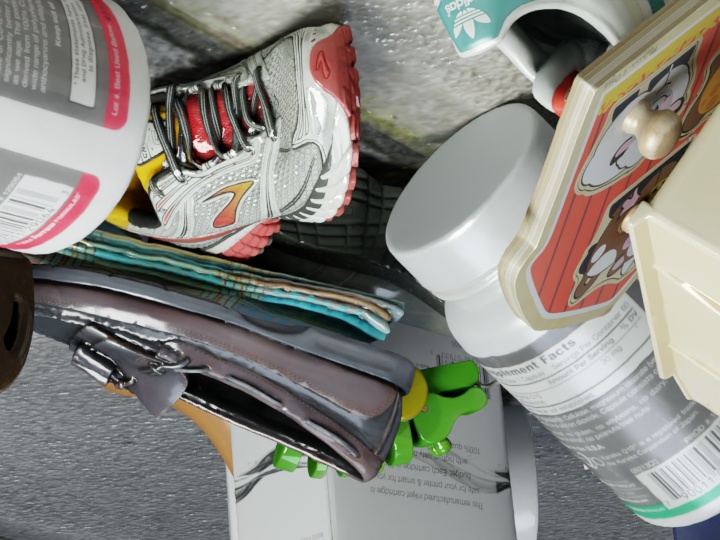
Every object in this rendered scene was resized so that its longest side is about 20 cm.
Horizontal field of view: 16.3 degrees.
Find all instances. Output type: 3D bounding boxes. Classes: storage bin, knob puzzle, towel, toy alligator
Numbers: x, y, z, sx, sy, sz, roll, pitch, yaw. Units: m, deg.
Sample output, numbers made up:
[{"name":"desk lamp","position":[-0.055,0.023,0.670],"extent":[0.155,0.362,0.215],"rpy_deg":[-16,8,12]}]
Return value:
[{"name":"storage bin","position":[0.204,-0.037,0.998],"extent":[0.093,0.200,0.199],"rpy_deg":[31,167,21]},{"name":"knob puzzle","position":[0.127,-0.043,1.010],"extent":[0.220,0.030,0.220],"rpy_deg":[-44,160,-21]},{"name":"towel","position":[-0.090,0.012,1.234],"extent":[0.199,0.022,0.147],"rpy_deg":[14,168,-10]},{"name":"toy alligator","position":[0.021,0.076,1.279],"extent":[0.199,0.055,0.059],"rpy_deg":[-3,171,-14]}]

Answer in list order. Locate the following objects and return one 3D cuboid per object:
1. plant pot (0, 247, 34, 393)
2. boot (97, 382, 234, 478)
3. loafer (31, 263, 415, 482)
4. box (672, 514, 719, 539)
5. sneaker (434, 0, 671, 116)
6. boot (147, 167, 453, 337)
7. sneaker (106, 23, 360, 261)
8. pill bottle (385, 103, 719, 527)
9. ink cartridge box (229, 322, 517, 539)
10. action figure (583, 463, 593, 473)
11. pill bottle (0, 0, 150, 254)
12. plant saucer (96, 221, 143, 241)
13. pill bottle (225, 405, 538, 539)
[{"name":"plant pot","position":[-0.262,0.012,1.093],"extent":[0.197,0.201,0.200],"rpy_deg":[-20,158,19]},{"name":"boot","position":[-0.061,0.109,1.463],"extent":[0.199,0.156,0.077],"rpy_deg":[6,159,-29]},{"name":"loafer","position":[-0.073,0.048,1.180],"extent":[0.199,0.063,0.072],"rpy_deg":[15,168,-11]},{"name":"box","position":[0.243,0.121,1.506],"extent":[0.120,0.201,0.032],"rpy_deg":[-8,167,8]},{"name":"sneaker","position":[0.094,-0.098,0.992],"extent":[0.070,0.094,0.199],"rpy_deg":[-20,156,38]},{"name":"boot","position":[0.000,0.000,1.287],"extent":[0.199,0.068,0.131],"rpy_deg":[23,155,-21]},{"name":"sneaker","position":[-0.058,-0.052,1.115],"extent":[0.082,0.078,0.200],"rpy_deg":[6,158,-25]},{"name":"pill bottle","position":[0.112,0.021,1.202],"extent":[0.200,0.113,0.113],"rpy_deg":[44,138,-21]},{"name":"ink cartridge box","position":[0.006,0.102,1.390],"extent":[0.144,0.201,0.084],"rpy_deg":[13,154,-41]},{"name":"action figure","position":[0.199,0.043,1.425],"extent":[0.199,0.134,0.150],"rpy_deg":[23,116,-1]},{"name":"pill bottle","position":[-0.185,-0.078,0.954],"extent":[0.110,0.111,0.199],"rpy_deg":[-20,156,38]},{"name":"plant saucer","position":[-0.160,-0.036,1.227],"extent":[0.069,0.019,0.200],"rpy_deg":[-8,160,9]},{"name":"pill bottle","position":[0.012,0.143,1.647],"extent":[0.199,0.115,0.114],"rpy_deg":[-4,161,-3]}]
